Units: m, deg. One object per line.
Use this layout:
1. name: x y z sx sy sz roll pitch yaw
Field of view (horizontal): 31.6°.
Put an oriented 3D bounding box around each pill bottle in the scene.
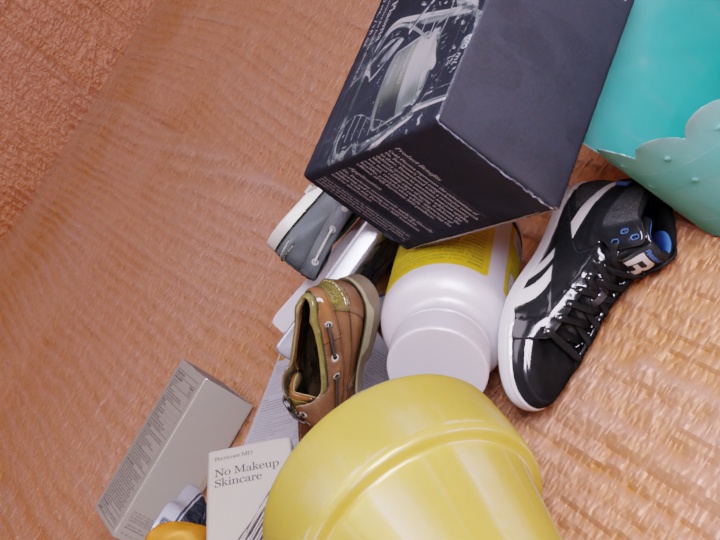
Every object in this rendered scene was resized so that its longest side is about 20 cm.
1. pill bottle: 0.076 0.024 1.064 0.111 0.111 0.201 -41 17 29

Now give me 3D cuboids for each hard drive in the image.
1. hard drive: -0.017 -0.016 1.319 0.132 0.027 0.200 -48 2 21

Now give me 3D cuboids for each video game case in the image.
1. video game case: 0.000 0.000 1.173 0.201 0.022 0.182 -55 -7 -2

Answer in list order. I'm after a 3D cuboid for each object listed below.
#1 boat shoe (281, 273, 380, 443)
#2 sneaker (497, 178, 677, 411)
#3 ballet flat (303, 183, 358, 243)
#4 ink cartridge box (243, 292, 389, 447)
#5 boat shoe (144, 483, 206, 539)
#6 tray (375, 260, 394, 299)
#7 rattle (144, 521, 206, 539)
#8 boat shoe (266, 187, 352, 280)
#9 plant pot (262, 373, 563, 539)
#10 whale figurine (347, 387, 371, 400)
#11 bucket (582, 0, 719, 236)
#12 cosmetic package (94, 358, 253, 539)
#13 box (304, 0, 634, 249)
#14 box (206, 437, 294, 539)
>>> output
1. boat shoe: -0.037 0.100 1.072 0.072 0.067 0.203 27 119 44
2. sneaker: 0.180 0.011 0.980 0.111 0.073 0.202 -9 54 54
3. ballet flat: -0.037 -0.061 1.319 0.068 0.062 0.200 -46 2 0
4. ink cartridge box: -0.042 0.136 1.268 0.195 0.043 0.202 -22 41 53
5. boat shoe: -0.164 0.278 1.299 0.071 0.090 0.200 -56 -1 -2
6. tray: 0.085 -0.057 1.271 0.200 0.037 0.099 -48 26 16
7. rattle: -0.094 0.284 1.077 0.130 0.143 0.201 -44 24 11
8. boat shoe: 0.001 -0.075 1.187 0.200 0.062 0.073 -45 -6 4
9. plant pot: 0.058 0.204 0.855 0.202 0.200 0.189 -52 40 8
10. whale figurine: 0.007 0.182 0.997 0.200 0.103 0.161 -40 -39 -50
11. bucket: 0.264 -0.134 0.926 0.207 0.134 0.209 -40 31 30
12. cosmetic package: -0.214 0.213 1.446 0.202 0.073 0.103 -58 25 -4
13. box: 0.081 -0.142 0.973 0.196 0.123 0.202 -13 49 57
14. box: -0.084 0.240 1.049 0.081 0.069 0.202 -12 42 2
